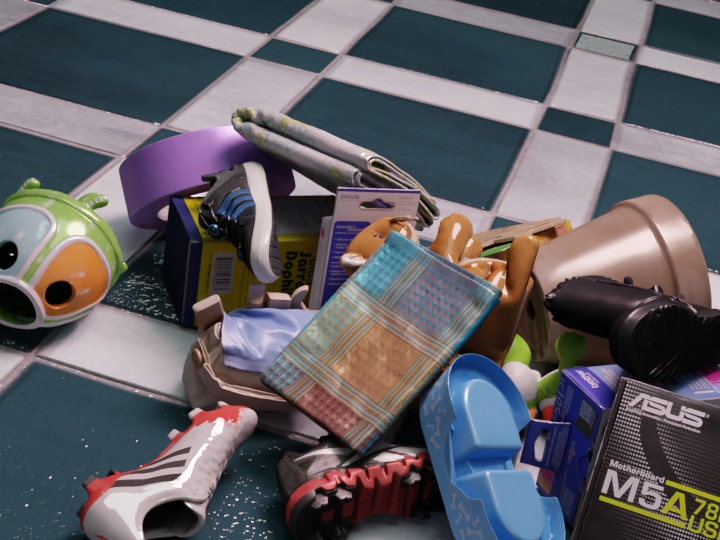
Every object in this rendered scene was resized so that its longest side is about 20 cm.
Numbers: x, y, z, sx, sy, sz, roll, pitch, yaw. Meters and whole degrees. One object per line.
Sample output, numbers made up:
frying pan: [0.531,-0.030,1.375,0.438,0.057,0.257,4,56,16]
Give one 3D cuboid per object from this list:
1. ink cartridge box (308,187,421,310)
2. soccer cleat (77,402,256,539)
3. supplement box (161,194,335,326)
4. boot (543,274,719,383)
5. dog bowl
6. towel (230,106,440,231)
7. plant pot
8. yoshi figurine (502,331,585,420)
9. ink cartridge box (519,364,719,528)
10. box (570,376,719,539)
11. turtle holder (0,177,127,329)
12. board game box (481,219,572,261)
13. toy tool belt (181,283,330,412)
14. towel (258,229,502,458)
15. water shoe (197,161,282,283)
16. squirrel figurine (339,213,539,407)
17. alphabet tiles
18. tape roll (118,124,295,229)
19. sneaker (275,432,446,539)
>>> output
ink cartridge box: [0.000,0.000,1.377,0.095,0.200,0.037,0,28,-20]
soccer cleat: [-0.150,0.183,1.119,0.085,0.069,0.200,35,39,24]
supplement box: [-0.111,-0.013,1.461,0.200,0.110,0.109,-2,30,-20]
boot: [0.248,0.047,1.242,0.162,0.074,0.198,19,14,42]
dog bowl: [0.112,0.174,1.151,0.111,0.050,0.200,9,58,-46]
towel: [-0.024,-0.115,1.426,0.200,0.048,0.171,26,-3,36]
plant pot: [0.263,0.027,1.442,0.173,0.200,0.200,-10,32,-15]
yoshi figurine: [0.199,0.109,1.358,0.200,0.113,0.112,8,12,0]
ink cartridge box: [0.251,0.161,1.229,0.200,0.137,0.076,-4,28,-25]
box: [0.289,0.211,1.104,0.200,0.193,0.048,18,-4,13]
turtle holder: [-0.347,-0.014,1.353,0.185,0.141,0.132,24,47,7]
board game box: [0.175,-0.023,1.550,0.095,0.030,0.200,-18,-1,32]
toy tool belt: [-0.077,0.073,1.293,0.200,0.123,0.125,-3,35,-24]
towel: [0.018,0.060,1.193,0.147,0.022,0.200,31,71,38]
water shoe: [-0.127,-0.044,1.348,0.079,0.072,0.200,-10,30,-3]
squirrel figurine: [0.062,0.038,1.294,0.186,0.200,0.142,18,-9,10]
alphabet tiles: [0.145,-0.037,1.589,0.166,0.006,0.200,-18,5,-42]
tape roll: [-0.180,-0.108,1.535,0.200,0.066,0.200,-14,-9,-2]
sneaker: [0.011,0.182,1.178,0.200,0.071,0.098,-8,35,-28]
